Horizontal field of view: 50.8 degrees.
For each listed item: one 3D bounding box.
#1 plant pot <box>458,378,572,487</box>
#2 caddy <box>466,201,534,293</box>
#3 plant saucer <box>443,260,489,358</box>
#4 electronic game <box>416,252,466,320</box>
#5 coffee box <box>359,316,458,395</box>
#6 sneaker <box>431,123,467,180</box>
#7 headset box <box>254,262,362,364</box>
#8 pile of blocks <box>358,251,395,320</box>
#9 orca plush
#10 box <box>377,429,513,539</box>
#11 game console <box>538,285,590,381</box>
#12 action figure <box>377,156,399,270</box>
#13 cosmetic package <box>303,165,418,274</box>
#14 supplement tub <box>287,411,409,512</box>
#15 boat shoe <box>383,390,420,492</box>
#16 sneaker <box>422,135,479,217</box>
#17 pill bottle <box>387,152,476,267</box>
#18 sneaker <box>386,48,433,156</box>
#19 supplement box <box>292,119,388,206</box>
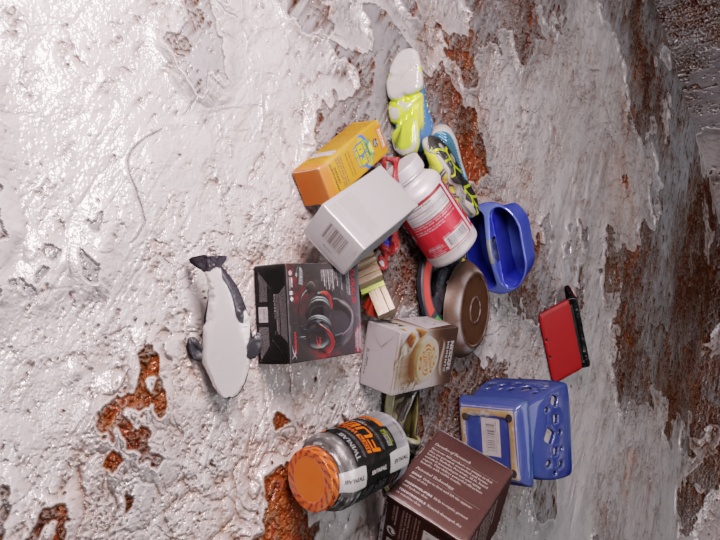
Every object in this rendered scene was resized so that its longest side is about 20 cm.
[{"bbox_3d":[0.320,0.345,1.612,0.177,0.197,0.206,-5,91,-46],"label":"plant pot"},{"bbox_3d":[0.300,-0.054,1.659,0.104,0.138,0.205,-29,109,-54],"label":"caddy"},{"bbox_3d":[0.229,0.082,1.591,0.199,0.031,0.207,-10,102,-58],"label":"plant saucer"},{"bbox_3d":[0.175,0.033,1.567,0.198,0.041,0.206,5,83,-52],"label":"electronic game"},{"bbox_3d":[0.093,0.153,1.403,0.198,0.078,0.118,-1,103,-52],"label":"coffee box"},{"bbox_3d":[0.186,-0.204,1.574,0.081,0.074,0.205,-76,156,-60],"label":"sneaker"},{"bbox_3d":[-0.073,0.064,1.214,0.198,0.074,0.153,0,86,-52],"label":"headset box"},{"bbox_3d":[0.000,0.000,1.342,0.061,0.082,0.205,-21,97,-6],"label":"pile of blocks"},{"bbox_3d":[-0.201,0.074,1.080,0.103,0.071,0.205,-21,104,-4],"label":"orca plush"},{"bbox_3d":[0.151,0.437,1.363,0.199,0.161,0.170,-36,142,-47],"label":"box"},{"bbox_3d":[0.543,0.168,2.054,0.173,0.115,0.205,-75,151,-73],"label":"game console"},{"bbox_3d":[0.042,-0.102,1.382,0.051,0.065,0.206,-10,104,-40],"label":"action figure"},{"bbox_3d":[0.004,-0.087,1.253,0.102,0.074,0.199,46,38,4],"label":"cosmetic package"},{"bbox_3d":[-0.018,0.310,1.228,0.198,0.120,0.126,-9,94,-52],"label":"supplement tub"},{"bbox_3d":[0.079,0.313,1.397,0.071,0.065,0.207,12,79,-54],"label":"boat shoe"},{"bbox_3d":[0.165,-0.173,1.497,0.202,0.075,0.076,56,26,-29],"label":"sneaker"},{"bbox_3d":[0.129,-0.117,1.449,0.202,0.111,0.113,53,48,-17],"label":"pill bottle"},{"bbox_3d":[0.100,-0.323,1.487,0.104,0.074,0.206,1,93,-64],"label":"sneaker"},{"bbox_3d":[-0.031,-0.188,1.299,0.200,0.067,0.068,-49,124,-44],"label":"supplement box"}]
